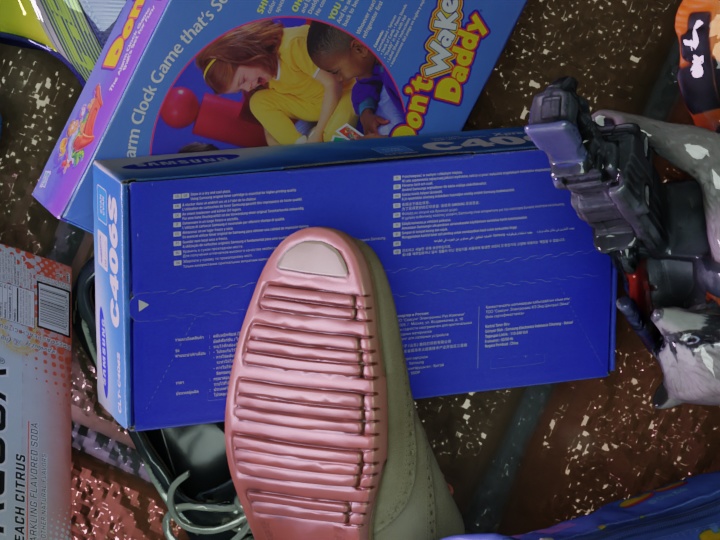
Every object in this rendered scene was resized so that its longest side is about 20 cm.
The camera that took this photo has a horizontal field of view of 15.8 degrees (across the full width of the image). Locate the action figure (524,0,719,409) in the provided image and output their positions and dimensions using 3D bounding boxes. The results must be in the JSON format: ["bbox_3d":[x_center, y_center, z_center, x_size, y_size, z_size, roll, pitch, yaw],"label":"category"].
[{"bbox_3d":[0.135,-0.045,0.942,0.104,0.200,0.195,6,79,24],"label":"action figure"}]

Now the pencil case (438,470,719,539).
[{"bbox_3d":[0.098,0.119,0.952,0.078,0.199,0.087,48,126,30],"label":"pencil case"}]

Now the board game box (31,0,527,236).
[{"bbox_3d":[-0.020,-0.087,1.001,0.134,0.045,0.201,26,93,-25],"label":"board game box"}]

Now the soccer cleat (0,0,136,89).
[{"bbox_3d":[-0.159,-0.130,1.030,0.200,0.065,0.084,35,105,5],"label":"soccer cleat"}]

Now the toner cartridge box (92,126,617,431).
[{"bbox_3d":[0.000,0.000,0.982,0.198,0.043,0.096,-5,104,-21],"label":"toner cartridge box"}]

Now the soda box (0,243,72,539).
[{"bbox_3d":[-0.151,0.087,0.976,0.063,0.068,0.201,19,52,-31],"label":"soda box"}]

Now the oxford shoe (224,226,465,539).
[{"bbox_3d":[-0.001,0.078,0.956,0.070,0.074,0.202,12,109,38],"label":"oxford shoe"}]

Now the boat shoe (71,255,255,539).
[{"bbox_3d":[-0.047,0.076,1.026,0.075,0.062,0.201,-30,90,2],"label":"boat shoe"}]
